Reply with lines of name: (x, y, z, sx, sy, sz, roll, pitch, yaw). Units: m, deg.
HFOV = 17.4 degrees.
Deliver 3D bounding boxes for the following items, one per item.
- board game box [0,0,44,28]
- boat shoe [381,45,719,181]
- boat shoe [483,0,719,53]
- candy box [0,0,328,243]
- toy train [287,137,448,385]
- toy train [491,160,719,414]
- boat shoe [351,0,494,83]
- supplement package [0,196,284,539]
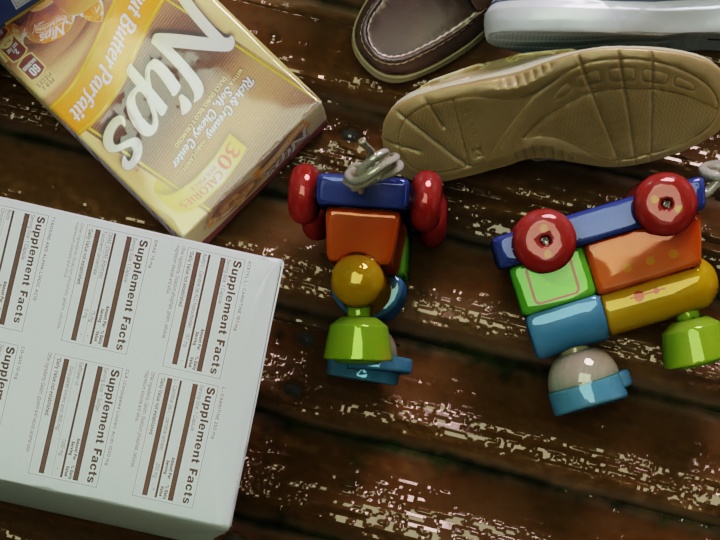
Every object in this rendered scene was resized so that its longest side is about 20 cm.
board game box: (-0.291, -0.180, 1.370, 0.200, 0.062, 0.200, -35, 43, -11)
boat shoe: (0.112, -0.098, 1.361, 0.200, 0.069, 0.074, -5, 110, 6)
boat shoe: (0.169, -0.163, 1.372, 0.200, 0.074, 0.067, -1, 81, -8)
candy box: (-0.129, -0.120, 1.392, 0.115, 0.055, 0.200, -45, 78, -5)
toy train: (0.000, 0.000, 1.288, 0.084, 0.200, 0.116, 3, 84, 5)
toy train: (0.183, 0.002, 1.328, 0.200, 0.085, 0.116, -16, 89, 1)
boat shoe: (0.074, -0.191, 1.380, 0.200, 0.072, 0.072, -38, 79, -3)
supplement package: (-0.160, 0.054, 1.275, 0.200, 0.191, 0.147, 13, 80, -7)
